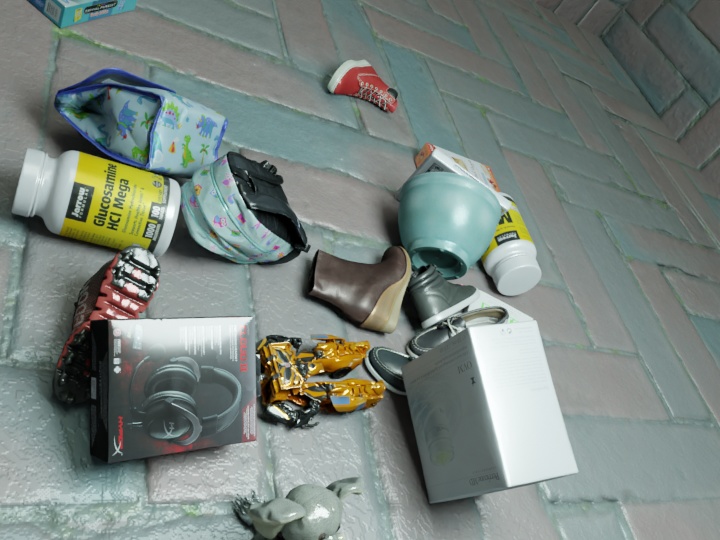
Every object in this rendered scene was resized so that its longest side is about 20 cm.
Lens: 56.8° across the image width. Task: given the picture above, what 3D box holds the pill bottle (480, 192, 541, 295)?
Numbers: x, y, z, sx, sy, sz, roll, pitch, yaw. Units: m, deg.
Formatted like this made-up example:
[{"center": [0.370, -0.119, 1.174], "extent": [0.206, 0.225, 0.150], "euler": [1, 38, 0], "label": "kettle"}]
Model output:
[{"center": [0.302, -0.056, 1.399], "extent": [0.113, 0.115, 0.203], "euler": [12, 45, -30], "label": "pill bottle"}]

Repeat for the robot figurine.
[{"center": [-0.065, 0.146, 0.942], "extent": [0.197, 0.058, 0.147], "euler": [5, 48, -37], "label": "robot figurine"}]

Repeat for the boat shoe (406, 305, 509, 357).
[{"center": [0.170, 0.106, 1.139], "extent": [0.196, 0.061, 0.074], "euler": [-8, 40, -22], "label": "boat shoe"}]

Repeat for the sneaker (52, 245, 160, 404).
[{"center": [-0.315, 0.067, 0.808], "extent": [0.071, 0.097, 0.203], "euler": [36, 58, -33], "label": "sneaker"}]

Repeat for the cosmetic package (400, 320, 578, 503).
[{"center": [0.166, 0.200, 0.917], "extent": [0.121, 0.199, 0.204], "euler": [-3, 69, -26], "label": "cosmetic package"}]

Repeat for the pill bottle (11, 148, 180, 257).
[{"center": [-0.354, -0.094, 0.899], "extent": [0.197, 0.113, 0.114], "euler": [14, 44, -28], "label": "pill bottle"}]

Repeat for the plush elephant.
[{"center": [-0.057, 0.301, 0.716], "extent": [0.163, 0.155, 0.202], "euler": [-9, 59, -44], "label": "plush elephant"}]

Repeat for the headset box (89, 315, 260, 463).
[{"center": [-0.206, 0.130, 0.777], "extent": [0.197, 0.077, 0.152], "euler": [2, 84, -37], "label": "headset box"}]

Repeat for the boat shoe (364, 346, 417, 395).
[{"center": [0.101, 0.169, 1.055], "extent": [0.198, 0.061, 0.076], "euler": [28, 39, -14], "label": "boat shoe"}]

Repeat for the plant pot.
[{"center": [0.156, -0.068, 1.250], "extent": [0.198, 0.200, 0.136], "euler": [25, 62, -17], "label": "plant pot"}]

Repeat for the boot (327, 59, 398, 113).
[{"center": [0.016, -0.421, 1.566], "extent": [0.144, 0.073, 0.200], "euler": [45, 35, 4], "label": "boot"}]

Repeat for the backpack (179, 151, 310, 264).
[{"center": [-0.174, -0.088, 0.993], "extent": [0.169, 0.125, 0.200], "euler": [60, 10, 16], "label": "backpack"}]

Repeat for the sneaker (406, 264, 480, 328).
[{"center": [0.150, 0.029, 1.201], "extent": [0.199, 0.070, 0.101], "euler": [-20, 82, -55], "label": "sneaker"}]

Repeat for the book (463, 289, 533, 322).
[{"center": [0.241, 0.132, 1.227], "extent": [0.132, 0.048, 0.201], "euler": [30, 39, -2], "label": "book"}]

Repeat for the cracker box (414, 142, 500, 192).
[{"center": [0.230, -0.205, 1.534], "extent": [0.197, 0.058, 0.136], "euler": [13, 44, -29], "label": "cracker box"}]

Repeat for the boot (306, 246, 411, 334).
[{"center": [0.000, 0.000, 1.129], "extent": [0.164, 0.072, 0.202], "euler": [29, 43, -16], "label": "boot"}]

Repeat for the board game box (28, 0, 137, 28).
[{"center": [-0.537, -0.537, 1.240], "extent": [0.150, 0.047, 0.200], "euler": [40, 38, 0], "label": "board game box"}]

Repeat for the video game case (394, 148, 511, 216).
[{"center": [0.178, -0.141, 1.324], "extent": [0.180, 0.200, 0.023], "euler": [34, 65, -6], "label": "video game case"}]

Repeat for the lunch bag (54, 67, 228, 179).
[{"center": [-0.329, -0.222, 1.004], "extent": [0.197, 0.130, 0.169], "euler": [18, 7, 22], "label": "lunch bag"}]
